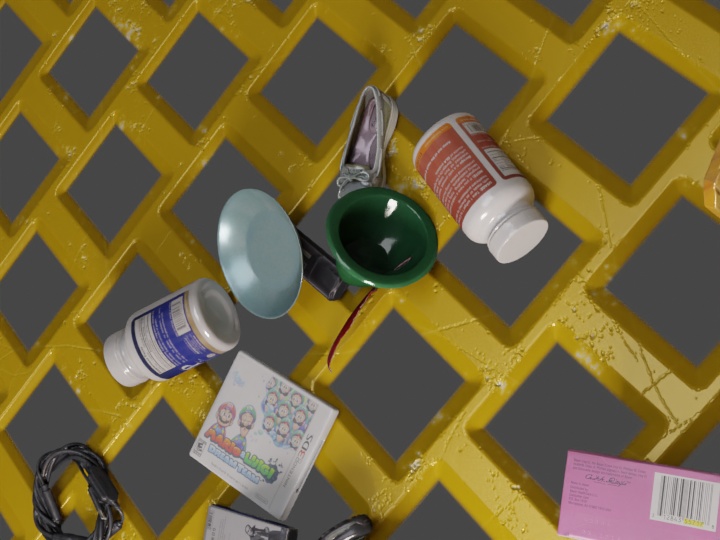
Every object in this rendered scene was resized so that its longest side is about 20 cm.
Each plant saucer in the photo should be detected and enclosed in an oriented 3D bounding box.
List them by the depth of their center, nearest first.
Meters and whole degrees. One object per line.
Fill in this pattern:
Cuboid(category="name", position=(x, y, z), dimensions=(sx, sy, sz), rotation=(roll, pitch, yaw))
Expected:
Cuboid(category="plant saucer", position=(-0.144, -0.028, 1.536), dimensions=(0.200, 0.038, 0.203), rotation=(14, 111, 42))

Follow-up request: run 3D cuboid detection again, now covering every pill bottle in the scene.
Cuboid(category="pill bottle", position=(0.166, -0.111, 1.374), dimensions=(0.112, 0.112, 0.201), rotation=(-41, 63, 14))
Cuboid(category="pill bottle", position=(-0.299, 0.104, 1.570), dimensions=(0.199, 0.119, 0.121), rotation=(-26, 67, 21))

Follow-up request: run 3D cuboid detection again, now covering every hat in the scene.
Cuboid(category="hat", position=(0.000, 0.000, 1.479), dimensions=(0.166, 0.199, 0.176), rotation=(49, 146, 14))

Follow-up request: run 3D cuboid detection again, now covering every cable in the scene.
Cuboid(category="cable", position=(-0.473, 0.382, 1.645), dimensions=(0.200, 0.051, 0.164), rotation=(45, 105, 26))

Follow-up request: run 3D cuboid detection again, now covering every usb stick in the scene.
Cuboid(category="usb stick", position=(-0.092, -0.026, 1.540), dimensions=(0.200, 0.032, 0.056), rotation=(39, 105, 29))

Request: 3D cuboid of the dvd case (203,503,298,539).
Cuboid(category="dvd case", position=(-0.169, 0.430, 1.442), dimensions=(0.199, 0.025, 0.152), rotation=(-1, 77, 49))

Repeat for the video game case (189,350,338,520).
Cuboid(category="video game case", position=(-0.149, 0.245, 1.511), dimensions=(0.199, 0.024, 0.183), rotation=(27, 91, 31))

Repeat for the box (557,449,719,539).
Cuboid(category="box", position=(0.341, 0.269, 1.139), dimensions=(0.174, 0.200, 0.098), rotation=(5, 80, 29))

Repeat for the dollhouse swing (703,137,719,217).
Cuboid(category="dollhouse swing", position=(0.517, -0.112, 1.149), dimensions=(0.181, 0.175, 0.202), rotation=(22, 88, 30))

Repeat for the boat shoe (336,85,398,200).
Cuboid(category="boat shoe", position=(0.004, -0.175, 1.504), dimensions=(0.074, 0.065, 0.204), rotation=(14, 85, 30))

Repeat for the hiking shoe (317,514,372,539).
Cuboid(category="hiking shoe", position=(-0.032, 0.427, 1.386), dimensions=(0.101, 0.076, 0.201), rotation=(43, 109, 20))
